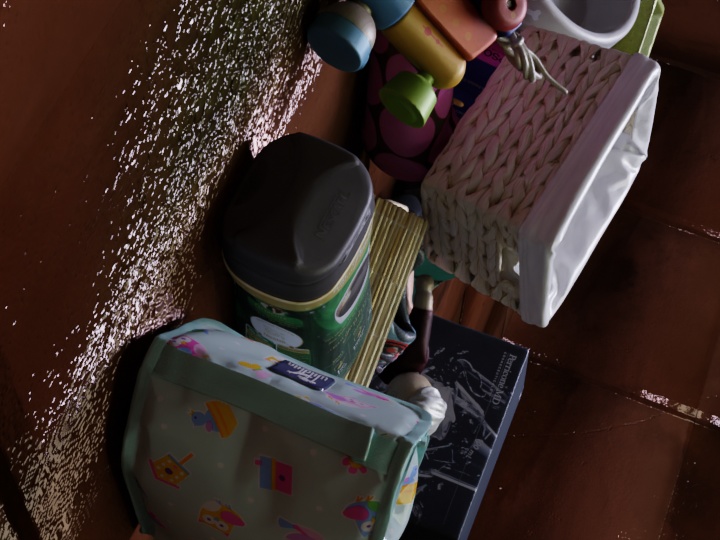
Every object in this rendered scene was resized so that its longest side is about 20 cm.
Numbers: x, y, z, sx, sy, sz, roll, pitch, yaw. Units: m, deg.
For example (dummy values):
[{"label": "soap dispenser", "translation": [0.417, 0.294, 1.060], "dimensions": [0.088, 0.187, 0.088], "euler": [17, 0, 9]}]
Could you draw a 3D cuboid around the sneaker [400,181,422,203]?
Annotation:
[{"label": "sneaker", "translation": [0.110, -0.084, 1.488], "dimensions": [0.199, 0.110, 0.078], "euler": [-27, 130, -57]}]

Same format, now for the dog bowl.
[{"label": "dog bowl", "translation": [0.169, -0.272, 1.263], "dimensions": [0.058, 0.200, 0.201], "euler": [-19, -146, 45]}]

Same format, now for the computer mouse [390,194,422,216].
[{"label": "computer mouse", "translation": [0.000, 0.000, 1.326], "dimensions": [0.059, 0.034, 0.201], "euler": [-41, -167, 53]}]

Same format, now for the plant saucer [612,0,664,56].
[{"label": "plant saucer", "translation": [0.249, -0.180, 1.459], "dimensions": [0.200, 0.047, 0.203], "euler": [-24, 132, -76]}]

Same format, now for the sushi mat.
[{"label": "sushi mat", "translation": [-0.022, 0.037, 1.107], "dimensions": [0.202, 0.095, 0.012], "euler": [-69, -165, -5]}]

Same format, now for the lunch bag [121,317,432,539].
[{"label": "lunch bag", "translation": [-0.049, 0.114, 0.870], "dimensions": [0.201, 0.168, 0.123], "euler": [98, 17, -59]}]

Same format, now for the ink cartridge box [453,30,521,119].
[{"label": "ink cartridge box", "translation": [0.104, -0.214, 1.275], "dimensions": [0.037, 0.094, 0.201], "euler": [111, 5, -55]}]

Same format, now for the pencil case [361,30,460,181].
[{"label": "pencil case", "translation": [0.051, -0.169, 1.119], "dimensions": [0.093, 0.091, 0.201], "euler": [-24, 148, -24]}]

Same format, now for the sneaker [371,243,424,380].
[{"label": "sneaker", "translation": [-0.005, 0.053, 1.162], "dimensions": [0.079, 0.095, 0.203], "euler": [5, 102, -54]}]

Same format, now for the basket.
[{"label": "basket", "translation": [0.143, -0.081, 1.174], "dimensions": [0.201, 0.122, 0.136], "euler": [-56, 160, -25]}]

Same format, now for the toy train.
[{"label": "toy train", "translation": [0.058, -0.143, 0.977], "dimensions": [0.116, 0.200, 0.084], "euler": [-56, -151, -16]}]

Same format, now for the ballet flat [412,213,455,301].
[{"label": "ballet flat", "translation": [0.059, -0.018, 1.380], "dimensions": [0.200, 0.074, 0.075], "euler": [-35, -153, 61]}]

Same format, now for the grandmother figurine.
[{"label": "grandmother figurine", "translation": [0.030, 0.049, 1.222], "dimensions": [0.122, 0.060, 0.202], "euler": [111, -28, -58]}]

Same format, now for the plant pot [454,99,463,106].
[{"label": "plant pot", "translation": [0.155, -0.202, 1.451], "dimensions": [0.200, 0.138, 0.203], "euler": [19, 90, -79]}]

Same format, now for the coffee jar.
[{"label": "coffee jar", "translation": [-0.039, 0.001, 0.955], "dimensions": [0.201, 0.084, 0.105], "euler": [92, 24, -61]}]

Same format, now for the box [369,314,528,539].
[{"label": "box", "translation": [0.045, 0.149, 1.392], "dimensions": [0.104, 0.180, 0.202], "euler": [85, 27, -66]}]
